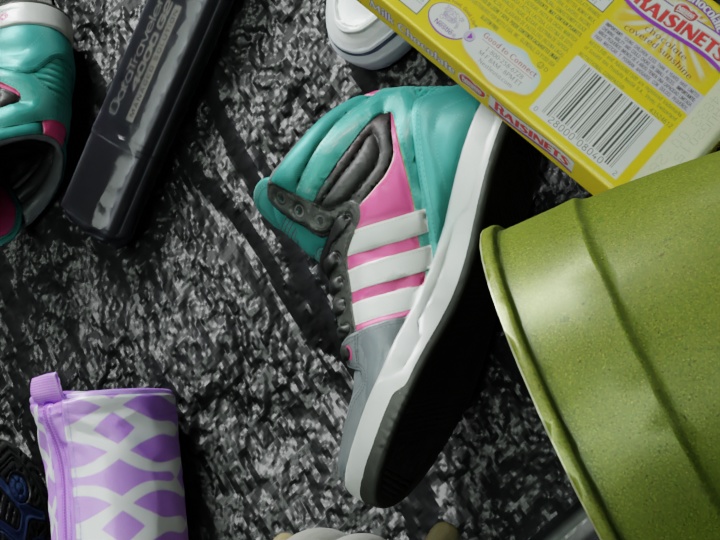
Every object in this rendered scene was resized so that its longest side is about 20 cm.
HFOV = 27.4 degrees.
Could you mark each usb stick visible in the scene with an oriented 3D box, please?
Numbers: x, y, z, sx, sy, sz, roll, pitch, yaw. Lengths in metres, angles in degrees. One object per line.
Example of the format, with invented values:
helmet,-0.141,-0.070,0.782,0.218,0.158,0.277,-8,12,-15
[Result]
usb stick,-0.115,-0.110,0.839,0.055,0.032,0.202,30,99,39

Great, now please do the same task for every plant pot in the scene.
plant pot,0.176,0.029,0.556,0.192,0.200,0.202,-28,68,12

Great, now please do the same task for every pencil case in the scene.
pencil case,-0.133,0.158,0.777,0.083,0.085,0.202,-19,71,42

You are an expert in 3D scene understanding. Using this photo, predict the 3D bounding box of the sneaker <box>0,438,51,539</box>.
sneaker,-0.217,0.195,0.829,0.076,0.076,0.202,-7,78,27

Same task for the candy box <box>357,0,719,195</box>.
candy box,0.082,-0.117,0.663,0.200,0.026,0.102,42,75,13

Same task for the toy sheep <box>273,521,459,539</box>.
toy sheep,-0.009,0.177,0.663,0.198,0.137,0.139,-15,75,32

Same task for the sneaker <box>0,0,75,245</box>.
sneaker,-0.248,-0.066,0.890,0.199,0.083,0.122,-25,60,25

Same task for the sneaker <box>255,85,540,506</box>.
sneaker,0.000,0.000,0.707,0.120,0.084,0.202,17,84,28

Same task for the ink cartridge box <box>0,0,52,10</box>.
ink cartridge box,-0.285,-0.217,0.862,0.084,0.199,0.146,-23,71,27

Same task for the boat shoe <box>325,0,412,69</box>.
boat shoe,0.026,-0.202,0.743,0.073,0.067,0.202,30,98,32
